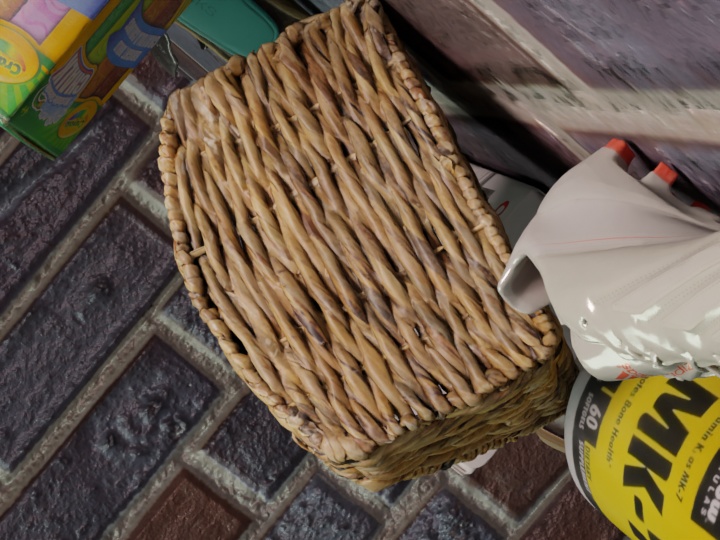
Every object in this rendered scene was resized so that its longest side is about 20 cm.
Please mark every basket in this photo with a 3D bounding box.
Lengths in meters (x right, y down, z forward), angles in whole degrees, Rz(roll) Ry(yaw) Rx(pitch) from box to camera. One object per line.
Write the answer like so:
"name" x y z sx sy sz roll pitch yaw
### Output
"basket" 0.000 0.000 0.875 0.201 0.142 0.149 62 -176 16

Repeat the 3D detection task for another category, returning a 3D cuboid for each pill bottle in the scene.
"pill bottle" 0.181 0.096 0.797 0.114 0.114 0.200 40 178 -29

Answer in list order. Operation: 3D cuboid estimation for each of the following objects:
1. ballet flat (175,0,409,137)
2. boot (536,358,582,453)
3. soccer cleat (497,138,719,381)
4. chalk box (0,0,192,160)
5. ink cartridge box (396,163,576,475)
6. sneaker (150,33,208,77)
"ballet flat" -0.043 -0.131 1.053 0.200 0.069 0.063 43 -154 -23
"boot" 0.194 0.091 1.231 0.199 0.073 0.167 15 151 19
"soccer cleat" 0.115 0.014 0.636 0.069 0.078 0.200 40 179 -27
"chalk box" -0.174 -0.141 0.926 0.124 0.200 0.124 39 179 4
"ink cartridge box" 0.054 0.017 1.075 0.083 0.147 0.200 42 177 -16
"sneaker" -0.182 -0.216 1.206 0.200 0.060 0.104 36 155 25
